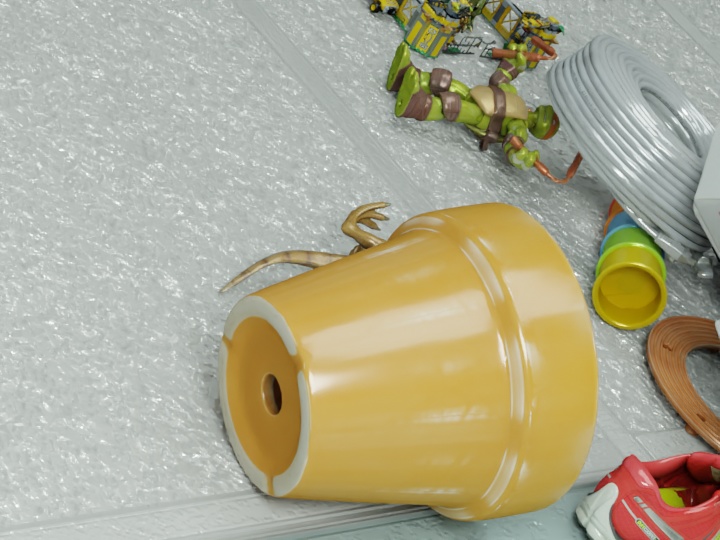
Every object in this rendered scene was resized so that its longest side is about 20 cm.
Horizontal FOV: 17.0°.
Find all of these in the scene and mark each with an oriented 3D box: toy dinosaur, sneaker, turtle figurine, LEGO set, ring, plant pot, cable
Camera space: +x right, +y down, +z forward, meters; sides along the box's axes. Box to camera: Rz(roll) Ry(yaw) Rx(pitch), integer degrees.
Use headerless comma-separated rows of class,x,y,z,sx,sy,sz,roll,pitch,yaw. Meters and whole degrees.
toy dinosaur,0.000,0.000,1.703,0.199,0.061,0.106,22,32,-19
sneaker,0.244,0.167,1.667,0.199,0.085,0.077,8,38,-38
turtle figurine,0.104,-0.143,2.027,0.161,0.065,0.201,15,41,-16
LEGO set,0.105,-0.271,2.168,0.199,0.116,0.154,8,37,-38
ring,0.307,0.109,1.892,0.200,0.019,0.201,24,30,-15
plant pot,0.018,0.065,1.504,0.182,0.201,0.200,-7,46,-29
cable,0.238,-0.106,1.973,0.200,0.069,0.200,43,22,-12

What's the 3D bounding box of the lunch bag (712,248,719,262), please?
lunch bag,0.395,-0.015,2.044,0.199,0.136,0.133,21,30,-27

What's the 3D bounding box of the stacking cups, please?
stacking cups,0.224,-0.026,1.970,0.060,0.061,0.200,29,29,-7

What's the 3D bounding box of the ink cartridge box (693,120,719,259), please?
ink cartridge box,0.375,-0.044,1.849,0.146,0.199,0.084,55,47,-46

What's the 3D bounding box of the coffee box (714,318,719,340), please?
coffee box,0.408,0.101,1.741,0.199,0.200,0.198,35,30,-39
